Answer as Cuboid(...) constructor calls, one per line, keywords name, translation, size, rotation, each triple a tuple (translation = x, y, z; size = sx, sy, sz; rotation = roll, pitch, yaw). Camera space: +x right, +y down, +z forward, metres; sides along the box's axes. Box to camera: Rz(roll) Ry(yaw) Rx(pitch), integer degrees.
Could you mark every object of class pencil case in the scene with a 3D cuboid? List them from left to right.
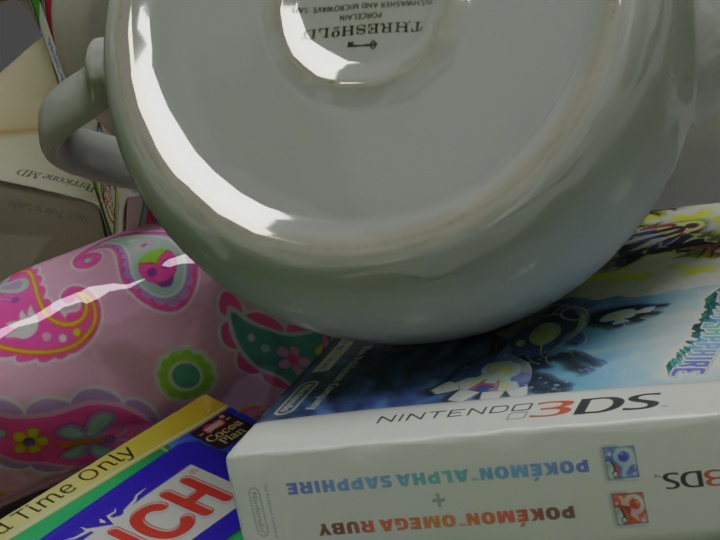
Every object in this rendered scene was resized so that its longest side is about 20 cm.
Cuboid(name="pencil case", translation=(-0.098, 0.036, 1.036), size=(0.199, 0.088, 0.088), rotation=(-18, 33, 1))

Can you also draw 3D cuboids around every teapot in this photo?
Cuboid(name="teapot", translation=(0.019, -0.059, 0.937), size=(0.200, 0.146, 0.198), rotation=(42, 90, 24))

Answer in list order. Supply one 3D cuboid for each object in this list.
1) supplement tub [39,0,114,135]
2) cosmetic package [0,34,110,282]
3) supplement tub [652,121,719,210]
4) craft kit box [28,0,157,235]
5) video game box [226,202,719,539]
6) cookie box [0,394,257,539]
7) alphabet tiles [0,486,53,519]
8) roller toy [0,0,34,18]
Cuboid(name="supplement tub", translation=(-0.062, -0.148, 1.092), size=(0.139, 0.141, 0.201), rotation=(-14, 44, -9))
Cuboid(name="cosmetic package", translation=(-0.089, -0.057, 1.225), size=(0.103, 0.074, 0.200), rotation=(11, 37, 26))
Cuboid(name="supplement tub", translation=(0.090, -0.131, 1.083), size=(0.144, 0.145, 0.201), rotation=(-14, 54, -8))
Cuboid(name="craft kit box", translation=(-0.021, -0.085, 1.166), size=(0.199, 0.049, 0.198), rotation=(-7, 45, -17))
Cuboid(name="video game box", translation=(0.077, 0.031, 0.928), size=(0.181, 0.047, 0.200), rotation=(-4, 19, 21))
Cuboid(name="cookie box", translation=(-0.040, 0.137, 0.912), size=(0.171, 0.076, 0.199), rotation=(-32, 39, -33))
Cuboid(name="alphabet tiles", translation=(-0.173, 0.084, 1.089), size=(0.167, 0.008, 0.200), rotation=(20, 42, 37))
Cuboid(name="roller toy", translation=(-0.099, -0.200, 1.382), size=(0.181, 0.140, 0.200), rotation=(-3, 34, 28))
